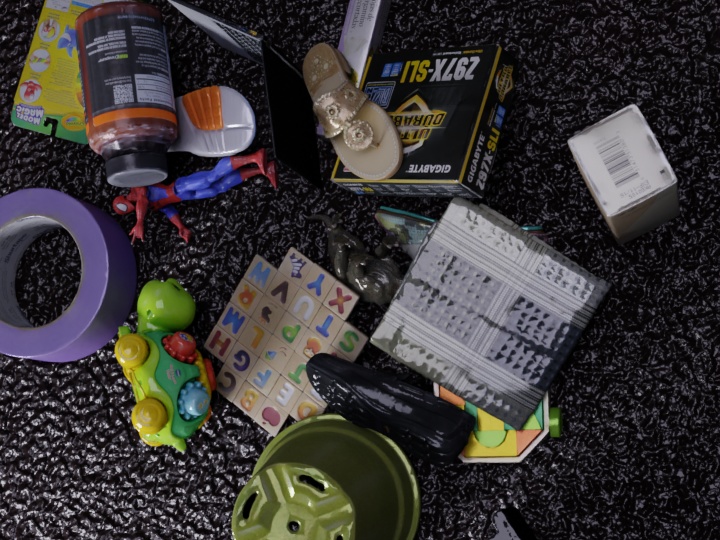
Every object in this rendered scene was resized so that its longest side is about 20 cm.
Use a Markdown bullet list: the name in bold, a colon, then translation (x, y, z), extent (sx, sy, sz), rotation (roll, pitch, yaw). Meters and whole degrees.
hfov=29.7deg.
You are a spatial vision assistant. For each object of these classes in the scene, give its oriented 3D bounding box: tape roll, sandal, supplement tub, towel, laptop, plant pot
- **tape roll**: translation (-0.374, 0.007, 1.621), extent (0.199, 0.085, 0.201), rotation (-2, 81, 14)
- **sandal**: translation (-0.189, -0.174, 1.609), extent (0.206, 0.059, 0.080), rotation (3, 90, 39)
- **supplement tub**: translation (-0.269, -0.201, 1.569), extent (0.106, 0.107, 0.201), rotation (-10, 79, 13)
- **towel**: translation (0.136, 0.043, 1.462), extent (0.199, 0.035, 0.193), rotation (31, 94, 4)
- **sandal**: translation (-0.031, -0.181, 1.500), extent (0.078, 0.069, 0.212), rotation (-47, 49, 23)
- **laptop**: translation (-0.127, -0.198, 1.530), extent (0.199, 0.187, 0.116), rotation (26, 89, 16)
- **plant pot**: translation (-0.048, 0.259, 1.441), extent (0.199, 0.184, 0.202), rotation (0, 89, 12)

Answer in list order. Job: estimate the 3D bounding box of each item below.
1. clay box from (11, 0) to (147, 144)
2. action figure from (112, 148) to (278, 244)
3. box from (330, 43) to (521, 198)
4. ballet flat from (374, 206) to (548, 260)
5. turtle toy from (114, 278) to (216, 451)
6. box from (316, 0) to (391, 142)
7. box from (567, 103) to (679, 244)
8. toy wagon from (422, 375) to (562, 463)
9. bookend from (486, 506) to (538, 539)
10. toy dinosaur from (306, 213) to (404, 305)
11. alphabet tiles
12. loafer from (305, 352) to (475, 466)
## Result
- **clay box**: translation (-0.347, -0.258, 1.668), extent (0.114, 0.048, 0.201), rotation (16, 87, 14)
- **action figure**: translation (-0.198, -0.074, 1.593), extent (0.199, 0.065, 0.099), rotation (-10, 67, 13)
- **box**: translation (0.070, -0.162, 1.491), extent (0.199, 0.049, 0.160), rotation (6, 72, 47)
- **ballet flat**: translation (0.108, -0.026, 1.514), extent (0.199, 0.069, 0.072), rotation (8, 91, 12)
- **turtle toy**: translation (-0.222, 0.108, 1.550), extent (0.101, 0.146, 0.201), rotation (-14, 78, -8)
- **box**: translation (-0.005, -0.246, 1.583), extent (0.039, 0.041, 0.201), rotation (13, 85, 16)
- **box**: translation (0.276, -0.095, 1.407), extent (0.078, 0.200, 0.095), rotation (-28, 76, 9)
- **toy wagon**: translation (0.142, 0.111, 1.497), extent (0.154, 0.040, 0.201), rotation (-3, 82, 14)
- **bookend**: translation (0.135, 0.391, 1.435), extent (0.200, 0.092, 0.199), rotation (-38, 74, 8)
- **toy dinosaur**: translation (0.000, 0.000, 1.525), extent (0.199, 0.103, 0.077), rotation (23, 49, 32)
- **alphabet tiles**: translation (-0.087, 0.082, 1.548), extent (0.166, 0.006, 0.200), rotation (36, 109, 15)
- **loafer**: translation (0.031, 0.141, 1.480), extent (0.200, 0.068, 0.070), rotation (27, 55, 22)
